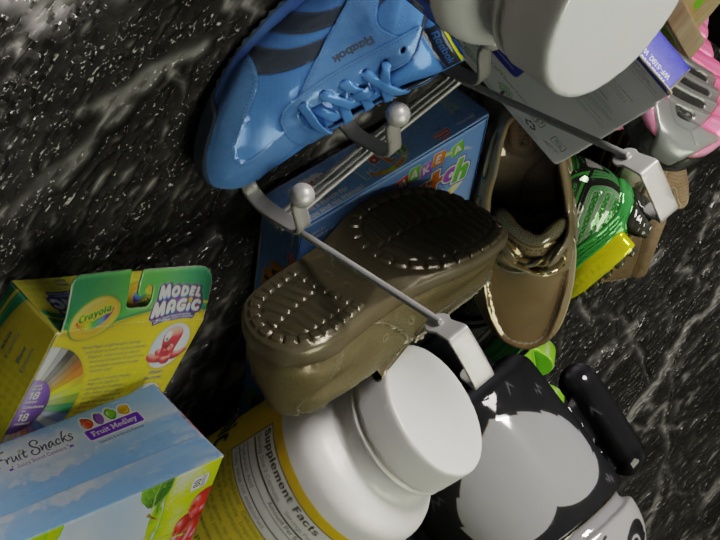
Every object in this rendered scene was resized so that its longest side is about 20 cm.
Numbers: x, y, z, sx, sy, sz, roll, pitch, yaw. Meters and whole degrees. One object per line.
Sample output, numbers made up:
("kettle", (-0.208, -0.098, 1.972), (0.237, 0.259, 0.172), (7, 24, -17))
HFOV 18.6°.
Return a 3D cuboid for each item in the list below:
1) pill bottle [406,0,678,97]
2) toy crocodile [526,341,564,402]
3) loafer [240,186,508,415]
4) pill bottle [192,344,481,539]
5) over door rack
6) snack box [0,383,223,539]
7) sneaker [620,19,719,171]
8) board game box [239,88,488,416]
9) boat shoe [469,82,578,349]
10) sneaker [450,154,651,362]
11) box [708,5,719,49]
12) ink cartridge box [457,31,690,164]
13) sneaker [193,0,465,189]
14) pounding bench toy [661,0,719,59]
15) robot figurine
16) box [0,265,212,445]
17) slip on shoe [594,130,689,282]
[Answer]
("pill bottle", (0.045, -0.171, 0.965), (0.114, 0.200, 0.114), (-36, 151, -23))
("toy crocodile", (0.112, 0.099, 1.604), (0.200, 0.061, 0.068), (73, 23, -58))
("loafer", (0.004, 0.015, 1.206), (0.199, 0.076, 0.068), (-28, 144, -41))
("pill bottle", (-0.029, 0.124, 1.277), (0.199, 0.112, 0.111), (-32, 164, 30))
("over door rack", (0.043, -0.051, 1.138), (0.148, 0.200, 0.067), (-40, 138, -14))
("snack box", (-0.175, 0.172, 1.145), (0.168, 0.068, 0.201), (-20, 142, -43))
("sneaker", (0.162, -0.107, 1.295), (0.095, 0.079, 0.200), (-45, -159, 27))
("board game box", (0.000, 0.000, 1.315), (0.151, 0.037, 0.201), (-32, 151, -31))
("boat shoe", (0.099, -0.028, 1.335), (0.072, 0.065, 0.201), (-1, 124, 0))
("sneaker", (0.093, -0.001, 1.434), (0.200, 0.085, 0.078), (-45, -164, 19))
("box", (0.292, -0.232, 1.403), (0.141, 0.079, 0.200), (-37, 151, -16))
("ink cartridge box", (0.112, -0.119, 1.163), (0.039, 0.100, 0.200), (-41, -177, -13))
("sneaker", (-0.002, -0.109, 1.119), (0.200, 0.078, 0.066), (-48, 156, 1))
("pounding bench toy", (0.193, -0.204, 1.149), (0.156, 0.200, 0.124), (-48, 154, 2))
("robot figurine", (0.089, 0.133, 1.363), (0.150, 0.200, 0.125), (-37, 178, 21))
("box", (-0.162, 0.072, 1.155), (0.117, 0.048, 0.201), (-4, 133, -55))
("slip on shoe", (0.191, -0.064, 1.460), (0.060, 0.076, 0.201), (10, 134, -10))
